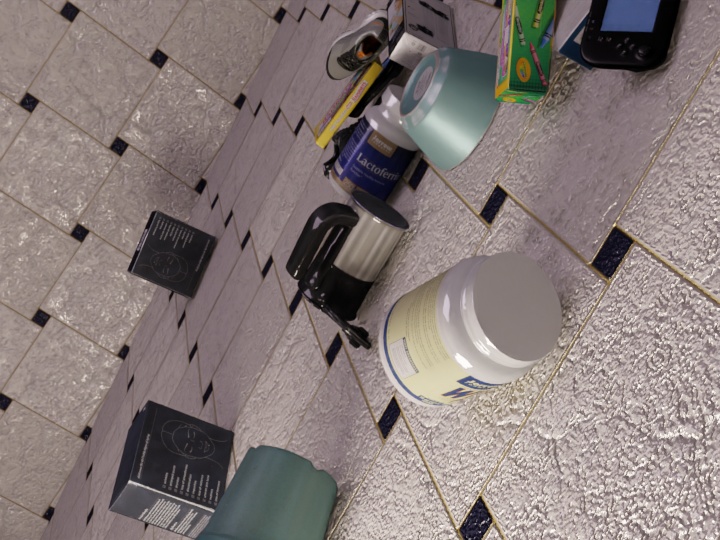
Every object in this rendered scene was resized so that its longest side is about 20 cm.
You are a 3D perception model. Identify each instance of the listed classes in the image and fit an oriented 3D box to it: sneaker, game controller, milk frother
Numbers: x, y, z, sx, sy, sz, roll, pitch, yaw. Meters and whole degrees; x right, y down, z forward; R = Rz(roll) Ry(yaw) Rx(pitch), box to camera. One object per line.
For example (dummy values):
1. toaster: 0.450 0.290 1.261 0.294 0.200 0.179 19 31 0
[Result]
1. sneaker: -0.006 -0.262 1.964 0.202 0.087 0.076 -64 19 2
2. sneaker: -0.008 -0.429 1.942 0.199 0.074 0.080 -32 31 47
3. game controller: 0.327 -0.324 1.177 0.042 0.103 0.203 55 -130 -63
4. game controller: 0.037 -0.387 2.024 0.200 0.042 0.105 -39 13 53
5. milk frother: 0.000 0.000 1.617 0.199 0.180 0.190 40 110 25

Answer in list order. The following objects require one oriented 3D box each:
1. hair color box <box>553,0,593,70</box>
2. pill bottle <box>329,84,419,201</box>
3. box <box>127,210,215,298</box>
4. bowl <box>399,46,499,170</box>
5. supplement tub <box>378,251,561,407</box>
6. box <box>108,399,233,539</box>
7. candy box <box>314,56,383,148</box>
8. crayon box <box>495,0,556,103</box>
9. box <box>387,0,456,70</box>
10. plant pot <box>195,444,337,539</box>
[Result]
1. hair color box: 0.302 -0.368 1.322 0.100 0.060 0.202 -51 24 38
2. pill bottle: 0.037 -0.217 1.756 0.201 0.114 0.116 -57 21 24
3. box: -0.569 -0.048 2.997 0.203 0.194 0.124 -67 19 -6
4. bowl: 0.133 -0.273 1.590 0.202 0.104 0.203 -53 23 34
5. supplement tub: 0.124 0.069 1.154 0.200 0.143 0.147 -33 37 56
6. box: -0.375 0.399 1.992 0.124 0.194 0.202 -49 25 37
7. candy box: -0.026 -0.343 1.996 0.201 0.026 0.103 -51 16 17
8. crayon box: 0.225 -0.336 1.351 0.119 0.057 0.204 -94 8 -87
9. box: 0.112 -0.438 1.826 0.060 0.115 0.202 -53 24 36
10. plant pot: -0.133 0.372 1.427 0.200 0.199 0.198 -33 30 57
